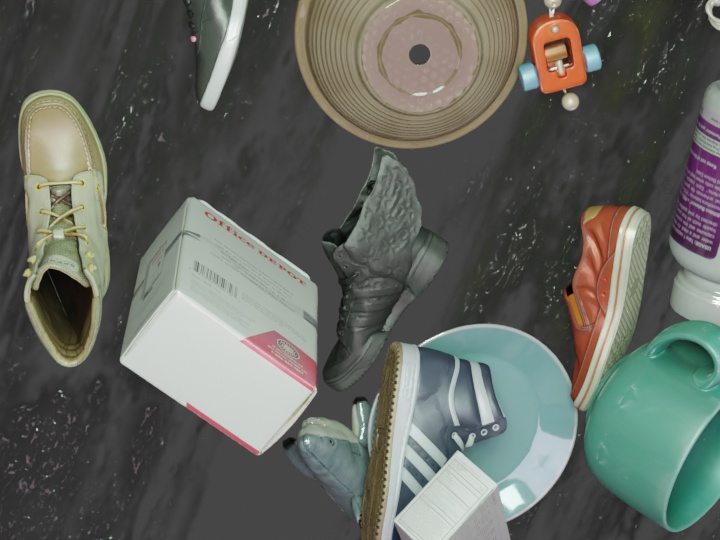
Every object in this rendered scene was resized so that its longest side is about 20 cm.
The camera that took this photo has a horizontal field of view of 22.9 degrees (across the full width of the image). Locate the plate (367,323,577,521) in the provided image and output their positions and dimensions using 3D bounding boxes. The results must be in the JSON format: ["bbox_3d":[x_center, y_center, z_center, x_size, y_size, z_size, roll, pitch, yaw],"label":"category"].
[{"bbox_3d":[0.101,0.142,1.626,0.199,0.026,0.202,-4,107,-13],"label":"plate"}]

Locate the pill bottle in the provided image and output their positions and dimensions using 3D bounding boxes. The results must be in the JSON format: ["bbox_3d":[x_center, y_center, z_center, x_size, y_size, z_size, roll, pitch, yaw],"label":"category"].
[{"bbox_3d":[0.329,-0.054,1.532,0.111,0.112,0.201,9,110,-7],"label":"pill bottle"}]

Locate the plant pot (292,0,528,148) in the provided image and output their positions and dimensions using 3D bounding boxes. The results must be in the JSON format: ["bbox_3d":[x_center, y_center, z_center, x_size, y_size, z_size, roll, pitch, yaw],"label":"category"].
[{"bbox_3d":[0.044,-0.190,1.470,0.199,0.093,0.202,-1,111,-3],"label":"plant pot"}]

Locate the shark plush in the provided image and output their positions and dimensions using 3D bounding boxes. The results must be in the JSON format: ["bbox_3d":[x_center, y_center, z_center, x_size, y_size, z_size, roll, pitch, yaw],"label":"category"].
[{"bbox_3d":[-0.007,0.214,1.625,0.090,0.083,0.201,-19,111,3],"label":"shark plush"}]

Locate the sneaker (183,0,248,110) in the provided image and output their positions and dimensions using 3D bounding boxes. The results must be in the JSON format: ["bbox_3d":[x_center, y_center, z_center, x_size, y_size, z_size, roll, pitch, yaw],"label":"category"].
[{"bbox_3d":[-0.138,-0.236,1.454,0.098,0.071,0.201,10,104,-6],"label":"sneaker"}]

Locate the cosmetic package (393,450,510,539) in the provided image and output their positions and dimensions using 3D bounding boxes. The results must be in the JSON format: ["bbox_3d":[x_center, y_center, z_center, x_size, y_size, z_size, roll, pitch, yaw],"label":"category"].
[{"bbox_3d":[0.081,0.226,1.533,0.083,0.200,0.051,-44,68,-11],"label":"cosmetic package"}]

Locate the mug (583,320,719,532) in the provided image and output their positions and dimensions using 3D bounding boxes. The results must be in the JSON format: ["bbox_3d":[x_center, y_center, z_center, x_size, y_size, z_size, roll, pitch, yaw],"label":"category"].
[{"bbox_3d":[0.277,0.123,1.577,0.114,0.152,0.186,33,103,31],"label":"mug"}]

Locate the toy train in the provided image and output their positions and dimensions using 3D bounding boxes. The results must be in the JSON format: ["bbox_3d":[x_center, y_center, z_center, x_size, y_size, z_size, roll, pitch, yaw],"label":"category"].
[{"bbox_3d":[0.214,-0.230,1.486,0.199,0.056,0.151,-20,117,1],"label":"toy train"}]

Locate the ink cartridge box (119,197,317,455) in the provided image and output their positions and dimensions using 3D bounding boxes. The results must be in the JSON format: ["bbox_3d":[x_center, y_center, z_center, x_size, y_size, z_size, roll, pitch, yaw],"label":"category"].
[{"bbox_3d":[-0.113,0.042,1.491,0.146,0.200,0.083,35,109,-16],"label":"ink cartridge box"}]

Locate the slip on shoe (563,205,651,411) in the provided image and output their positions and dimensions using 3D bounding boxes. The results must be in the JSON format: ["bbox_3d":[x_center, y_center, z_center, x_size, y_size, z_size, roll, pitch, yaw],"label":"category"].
[{"bbox_3d":[0.212,0.032,1.587,0.061,0.074,0.201,18,118,23],"label":"slip on shoe"}]

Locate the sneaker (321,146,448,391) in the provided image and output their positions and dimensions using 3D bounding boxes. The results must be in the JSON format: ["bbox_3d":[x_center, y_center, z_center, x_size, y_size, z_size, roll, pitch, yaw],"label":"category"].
[{"bbox_3d":[0.000,0.001,1.560,0.104,0.060,0.200,34,100,-17],"label":"sneaker"}]

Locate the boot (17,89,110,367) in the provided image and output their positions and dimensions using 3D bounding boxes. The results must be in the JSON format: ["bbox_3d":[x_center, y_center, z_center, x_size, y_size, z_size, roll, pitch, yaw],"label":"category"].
[{"bbox_3d":[-0.247,-0.037,1.473,0.071,0.155,0.201,-6,112,-2],"label":"boot"}]

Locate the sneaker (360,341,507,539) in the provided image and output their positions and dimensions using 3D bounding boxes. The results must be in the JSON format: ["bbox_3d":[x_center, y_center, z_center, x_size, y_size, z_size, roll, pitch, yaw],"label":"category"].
[{"bbox_3d":[0.065,0.169,1.564,0.108,0.070,0.202,8,91,-15],"label":"sneaker"}]
